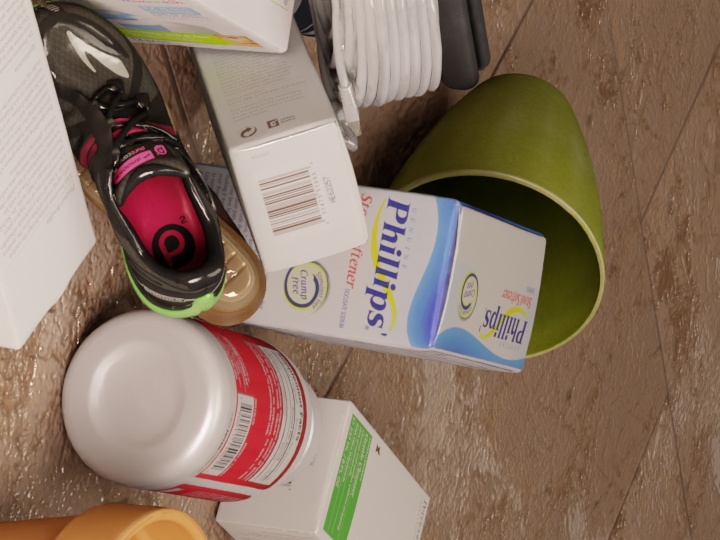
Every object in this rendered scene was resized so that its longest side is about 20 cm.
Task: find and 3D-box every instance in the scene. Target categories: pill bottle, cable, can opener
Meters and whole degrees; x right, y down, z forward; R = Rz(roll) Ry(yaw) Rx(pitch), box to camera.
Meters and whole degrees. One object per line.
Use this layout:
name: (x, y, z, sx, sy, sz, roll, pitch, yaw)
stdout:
pill bottle: (-0.100, 0.091, 1.741, 0.200, 0.112, 0.112, 22, 77, -67)
cable: (0.004, -0.203, 1.691, 0.200, 0.069, 0.200, -103, -171, -47)
can opener: (0.086, -0.231, 2.132, 0.053, 0.067, 0.200, -59, 148, -42)

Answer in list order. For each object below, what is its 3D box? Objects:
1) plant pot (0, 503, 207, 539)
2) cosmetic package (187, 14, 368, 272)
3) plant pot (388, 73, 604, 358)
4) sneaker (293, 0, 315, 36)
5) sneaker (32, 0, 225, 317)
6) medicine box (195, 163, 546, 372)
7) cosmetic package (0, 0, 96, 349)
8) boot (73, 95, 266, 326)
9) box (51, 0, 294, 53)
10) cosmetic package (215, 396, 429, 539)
plant pot: (-0.184, 0.224, 1.551, 0.200, 0.140, 0.200, 9, 90, -67)
cosmetic package: (-0.058, -0.099, 1.700, 0.200, 0.074, 0.102, -110, -176, -51)
plant pot: (0.112, -0.064, 2.139, 0.200, 0.187, 0.187, -74, 159, -49)
sneaker: (-0.028, -0.256, 1.848, 0.108, 0.070, 0.200, 17, 88, -62)
sneaker: (-0.128, -0.070, 1.537, 0.077, 0.084, 0.200, -32, 92, -18)
medicine box: (0.000, 0.000, 1.833, 0.182, 0.200, 0.103, 16, 82, -67)
cosmetic package: (-0.215, -0.066, 1.471, 0.101, 0.071, 0.200, -59, 148, -44)
boot: (-0.133, -0.047, 1.665, 0.072, 0.200, 0.166, -36, -179, -8)
box: (-0.123, -0.201, 1.589, 0.200, 0.112, 0.101, 22, 75, -68)
cosmetic package: (-0.025, 0.174, 1.982, 0.200, 0.085, 0.108, 51, 49, -59)
